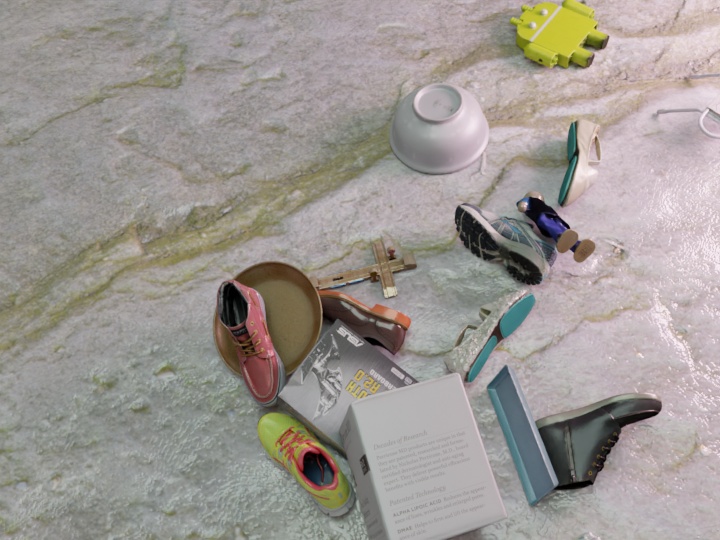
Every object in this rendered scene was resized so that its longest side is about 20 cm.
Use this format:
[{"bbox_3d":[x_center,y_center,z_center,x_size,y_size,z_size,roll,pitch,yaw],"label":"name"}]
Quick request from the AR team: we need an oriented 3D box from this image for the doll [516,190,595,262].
[{"bbox_3d":[0.327,-0.080,1.436,0.049,0.135,0.201,-56,27,17],"label":"doll"}]

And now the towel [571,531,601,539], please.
[{"bbox_3d":[0.285,0.472,1.122,0.169,0.048,0.202,-21,57,-3],"label":"towel"}]

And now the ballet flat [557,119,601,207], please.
[{"bbox_3d":[0.404,-0.192,1.526,0.068,0.070,0.203,9,59,13],"label":"ballet flat"}]

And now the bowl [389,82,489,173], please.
[{"bbox_3d":[0.148,-0.290,1.603,0.197,0.091,0.204,-4,57,6],"label":"bowl"}]

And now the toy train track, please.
[{"bbox_3d":[0.000,0.000,1.469,0.197,0.033,0.116,-14,57,-1],"label":"toy train track"}]

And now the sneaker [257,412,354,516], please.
[{"bbox_3d":[-0.085,0.276,1.268,0.199,0.091,0.078,36,69,28],"label":"sneaker"}]

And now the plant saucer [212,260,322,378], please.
[{"bbox_3d":[-0.150,0.087,1.403,0.197,0.035,0.204,-5,73,17],"label":"plant saucer"}]

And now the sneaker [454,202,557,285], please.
[{"bbox_3d":[0.252,-0.056,1.460,0.199,0.078,0.086,38,57,19],"label":"sneaker"}]

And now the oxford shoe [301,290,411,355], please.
[{"bbox_3d":[-0.018,0.085,1.397,0.197,0.071,0.074,14,73,23],"label":"oxford shoe"}]

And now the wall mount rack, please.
[{"bbox_3d":[0.664,-0.307,1.563,0.173,0.075,0.200,40,69,23],"label":"wall mount rack"}]

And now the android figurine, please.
[{"bbox_3d":[0.403,-0.489,1.729,0.199,0.041,0.182,34,67,23],"label":"android figurine"}]

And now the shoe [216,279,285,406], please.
[{"bbox_3d":[-0.179,0.114,1.335,0.070,0.091,0.203,-20,70,12],"label":"shoe"}]

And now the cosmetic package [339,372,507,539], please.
[{"bbox_3d":[0.078,0.275,1.165,0.162,0.165,0.203,-13,70,-13],"label":"cosmetic package"}]

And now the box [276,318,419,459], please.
[{"bbox_3d":[-0.007,0.198,1.299,0.199,0.048,0.159,37,67,7],"label":"box"}]

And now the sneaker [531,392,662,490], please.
[{"bbox_3d":[0.360,0.254,1.242,0.197,0.075,0.108,-18,61,7],"label":"sneaker"}]

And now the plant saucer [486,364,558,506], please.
[{"bbox_3d":[0.243,0.245,1.264,0.019,0.070,0.202,2,52,-25],"label":"plant saucer"}]

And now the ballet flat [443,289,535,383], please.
[{"bbox_3d":[0.204,0.093,1.361,0.071,0.072,0.200,33,65,25],"label":"ballet flat"}]
